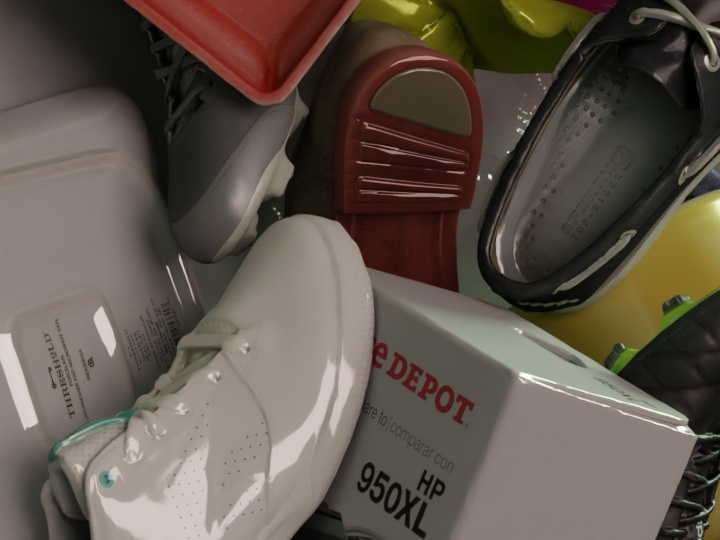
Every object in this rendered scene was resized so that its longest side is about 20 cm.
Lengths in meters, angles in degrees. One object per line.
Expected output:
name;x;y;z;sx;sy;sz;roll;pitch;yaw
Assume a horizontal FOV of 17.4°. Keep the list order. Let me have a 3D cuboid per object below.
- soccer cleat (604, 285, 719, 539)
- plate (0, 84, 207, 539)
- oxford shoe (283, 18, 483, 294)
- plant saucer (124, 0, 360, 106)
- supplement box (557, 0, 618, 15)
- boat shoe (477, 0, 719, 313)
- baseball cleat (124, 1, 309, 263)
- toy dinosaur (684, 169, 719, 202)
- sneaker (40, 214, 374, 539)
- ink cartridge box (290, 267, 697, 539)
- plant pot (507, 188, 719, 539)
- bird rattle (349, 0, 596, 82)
soccer cleat;0.102;0.092;0.852;0.067;0.200;0.081;4;35;-52
plate;-0.112;0.038;0.842;0.200;0.032;0.200;-20;92;-51
oxford shoe;0.000;0.000;0.913;0.070;0.075;0.201;6;112;-23
plant saucer;-0.048;-0.195;0.853;0.199;0.037;0.200;38;95;2
supplement box;0.143;-0.168;1.006;0.103;0.200;0.102;6;75;-36
boat shoe;0.113;-0.068;0.878;0.200;0.075;0.060;-61;163;8
baseball cleat;-0.069;-0.091;0.902;0.106;0.070;0.200;29;40;-20
toy dinosaur;0.178;-0.003;1.054;0.105;0.181;0.201;-19;129;-56
sneaker;-0.063;0.063;0.796;0.088;0.075;0.201;28;73;-28
ink cartridge box;0.013;0.113;0.825;0.084;0.145;0.201;19;97;-32
plant pot;0.149;0.078;0.966;0.200;0.201;0.189;-22;78;-39
bird rattle;0.019;-0.151;0.957;0.112;0.163;0.201;-23;96;5
